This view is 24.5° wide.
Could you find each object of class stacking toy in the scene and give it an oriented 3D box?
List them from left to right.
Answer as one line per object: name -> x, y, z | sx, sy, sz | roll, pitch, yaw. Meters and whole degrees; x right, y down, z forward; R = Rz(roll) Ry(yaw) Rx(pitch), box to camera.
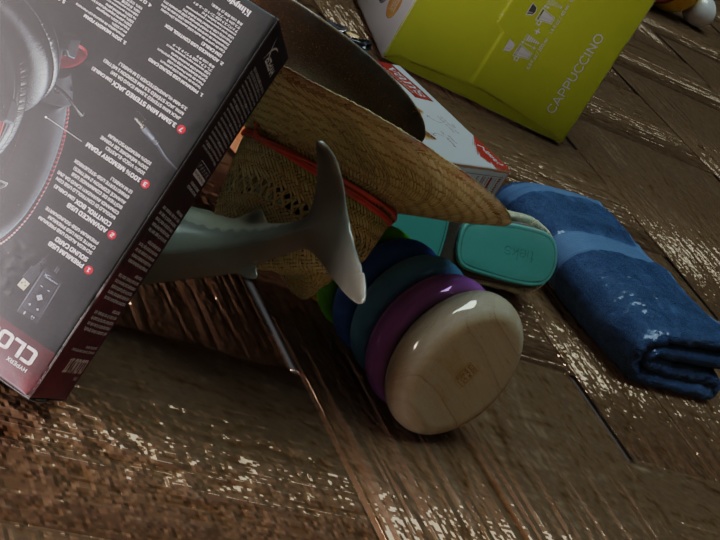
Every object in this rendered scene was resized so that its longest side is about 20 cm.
stacking toy -> 0.000, 0.000, 0.917 | 0.085, 0.086, 0.200 | 8, 27, -45
stacking toy -> 0.444, -0.420, 2.358 | 0.199, 0.146, 0.147 | 37, 16, -33

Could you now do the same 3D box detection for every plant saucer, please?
plant saucer -> -0.057, -0.112, 0.920 | 0.199, 0.032, 0.200 | 30, -11, 7

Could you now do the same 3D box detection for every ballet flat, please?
ballet flat -> 0.042, -0.023, 1.060 | 0.199, 0.068, 0.062 | 19, -3, -37

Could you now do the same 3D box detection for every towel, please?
towel -> 0.177, 0.006, 1.173 | 0.111, 0.049, 0.200 | 12, 29, -38

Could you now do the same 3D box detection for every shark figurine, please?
shark figurine -> -0.101, -0.003, 0.768 | 0.212, 0.128, 0.090 | 10, 64, 1

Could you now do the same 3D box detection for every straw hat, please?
straw hat -> -0.028, -0.033, 0.831 | 0.200, 0.086, 0.201 | 29, -5, 3

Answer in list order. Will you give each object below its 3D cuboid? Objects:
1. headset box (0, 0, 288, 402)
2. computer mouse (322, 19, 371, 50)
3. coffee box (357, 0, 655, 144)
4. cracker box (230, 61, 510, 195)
headset box -> -0.144, -0.052, 0.680 | 0.148, 0.201, 0.075 | 32, -4, 4
computer mouse -> -0.080, -0.199, 1.180 | 0.198, 0.034, 0.059 | 23, 6, 9
coffee box -> 0.132, -0.272, 1.492 | 0.198, 0.201, 0.198 | 23, 24, -22
cracker box -> -0.007, -0.093, 1.123 | 0.199, 0.058, 0.134 | 4, 35, -51
